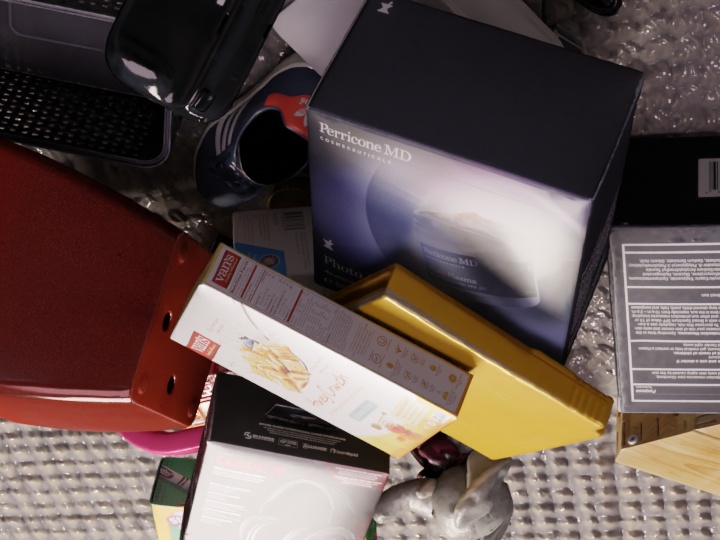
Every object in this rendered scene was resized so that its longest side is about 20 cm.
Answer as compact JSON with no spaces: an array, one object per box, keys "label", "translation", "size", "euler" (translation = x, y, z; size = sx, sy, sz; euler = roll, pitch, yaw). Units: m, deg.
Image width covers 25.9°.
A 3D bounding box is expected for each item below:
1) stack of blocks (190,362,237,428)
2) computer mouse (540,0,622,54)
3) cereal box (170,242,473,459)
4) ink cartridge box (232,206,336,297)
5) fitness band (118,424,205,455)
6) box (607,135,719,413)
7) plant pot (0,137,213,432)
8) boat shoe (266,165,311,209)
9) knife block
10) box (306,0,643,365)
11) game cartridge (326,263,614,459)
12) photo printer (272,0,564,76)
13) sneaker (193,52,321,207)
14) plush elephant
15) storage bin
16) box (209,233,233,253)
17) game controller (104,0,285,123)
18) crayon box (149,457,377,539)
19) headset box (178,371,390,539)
[{"label":"stack of blocks","translation":[-0.087,0.142,1.427],"size":[0.114,0.059,0.201],"euler":[-12,128,20]},{"label":"computer mouse","translation":[0.142,-0.160,1.187],"size":[0.109,0.044,0.201],"euler":[21,139,21]},{"label":"cereal box","translation":[-0.033,0.061,1.113],"size":[0.198,0.040,0.144],"euler":[27,157,-5]},{"label":"ink cartridge box","translation":[0.000,0.000,1.238],"size":[0.197,0.116,0.069],"euler":[-4,119,-4]},{"label":"fitness band","translation":[-0.133,0.079,1.332],"size":[0.198,0.146,0.037],"euler":[-15,165,22]},{"label":"box","translation":[0.299,0.004,1.250],"size":[0.197,0.124,0.200],"euler":[0,129,13]},{"label":"plant pot","translation":[-0.213,0.030,1.255],"size":[0.174,0.202,0.200],"euler":[12,169,18]},{"label":"boat shoe","translation":[-0.017,0.003,1.348],"size":[0.071,0.068,0.200],"euler":[-26,122,29]},{"label":"knife block","translation":[0.352,0.175,1.428],"size":[0.198,0.064,0.176],"euler":[-18,124,25]},{"label":"box","translation":[0.073,-0.059,1.084],"size":[0.198,0.124,0.199],"euler":[19,146,14]},{"label":"game cartridge","translation":[0.065,0.071,1.133],"size":[0.199,0.033,0.176],"euler":[30,157,-17]},{"label":"photo printer","translation":[0.049,-0.164,1.154],"size":[0.200,0.070,0.166],"euler":[43,144,-16]},{"label":"sneaker","translation":[-0.086,-0.092,1.257],"size":[0.074,0.085,0.200],"euler":[28,142,-15]},{"label":"plush elephant","translation":[0.074,0.166,1.342],"size":[0.197,0.156,0.166],"euler":[4,145,14]},{"label":"storage bin","translation":[-0.231,-0.175,1.220],"size":[0.197,0.094,0.136],"euler":[11,132,1]},{"label":"box","translation":[-0.085,0.074,1.439],"size":[0.199,0.050,0.160],"euler":[30,131,-15]},{"label":"game controller","translation":[-0.103,-0.212,1.133],"size":[0.103,0.042,0.202],"euler":[27,91,-6]},{"label":"crayon box","translation":[-0.085,0.236,1.430],"size":[0.197,0.059,0.120],"euler":[3,132,7]},{"label":"headset box","translation":[-0.063,0.173,1.274],"size":[0.147,0.078,0.201],"euler":[11,134,-8]}]
